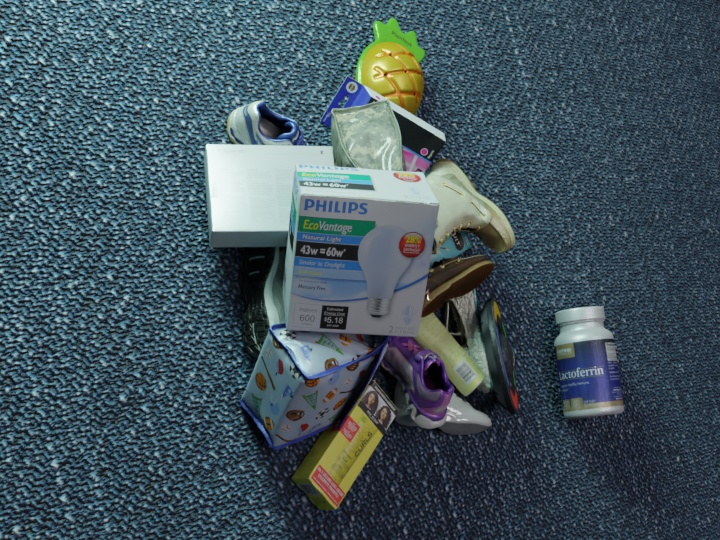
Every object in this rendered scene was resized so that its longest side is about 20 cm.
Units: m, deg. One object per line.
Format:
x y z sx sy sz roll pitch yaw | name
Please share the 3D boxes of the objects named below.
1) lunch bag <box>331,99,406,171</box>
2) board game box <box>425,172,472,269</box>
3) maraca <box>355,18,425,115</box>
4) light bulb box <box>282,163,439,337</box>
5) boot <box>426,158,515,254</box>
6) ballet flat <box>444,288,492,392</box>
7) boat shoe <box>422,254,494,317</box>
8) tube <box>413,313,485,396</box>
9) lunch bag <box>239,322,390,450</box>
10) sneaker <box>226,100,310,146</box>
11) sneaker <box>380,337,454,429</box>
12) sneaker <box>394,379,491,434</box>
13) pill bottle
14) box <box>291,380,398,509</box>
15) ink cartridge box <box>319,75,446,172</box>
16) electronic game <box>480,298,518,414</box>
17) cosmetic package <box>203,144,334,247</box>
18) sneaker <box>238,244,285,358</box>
0.020 -0.132 1.534 0.115 0.166 0.202 -11 50 -6 | lunch bag
0.092 -0.070 1.705 0.199 0.047 0.153 -30 98 -39 | board game box
0.054 -0.342 1.703 0.136 0.106 0.204 27 63 -29 | maraca
-0.005 -0.029 1.380 0.194 0.125 0.204 3 114 -10 | light bulb box
0.164 -0.073 1.682 0.200 0.072 0.155 46 54 -8 | boot
0.182 0.117 1.729 0.071 0.071 0.204 -3 79 -38 | ballet flat
0.146 0.010 1.658 0.198 0.071 0.070 -22 57 -42 | boat shoe
0.131 0.122 1.676 0.201 0.052 0.058 49 12 3 | tube
-0.052 0.153 1.446 0.198 0.171 0.124 -15 55 -42 | lunch bag
-0.115 -0.190 1.546 0.198 0.087 0.077 31 60 -30 | sneaker
0.090 0.150 1.590 0.079 0.089 0.202 -14 60 -32 | sneaker
0.142 0.222 1.663 0.197 0.075 0.090 18 57 -32 | sneaker
0.428 0.175 1.865 0.114 0.115 0.204 1 77 -37 | pill bottle
-0.022 0.268 1.529 0.076 0.050 0.201 51 54 -18 | box
0.038 -0.233 1.651 0.198 0.095 0.037 29 27 -16 | ink cartridge box
0.247 0.149 1.717 0.200 0.041 0.204 -13 91 -78 | electronic game
-0.131 -0.112 1.470 0.196 0.052 0.154 0 64 -15 | cosmetic package
-0.135 0.032 1.494 0.079 0.073 0.205 9 78 -48 | sneaker
